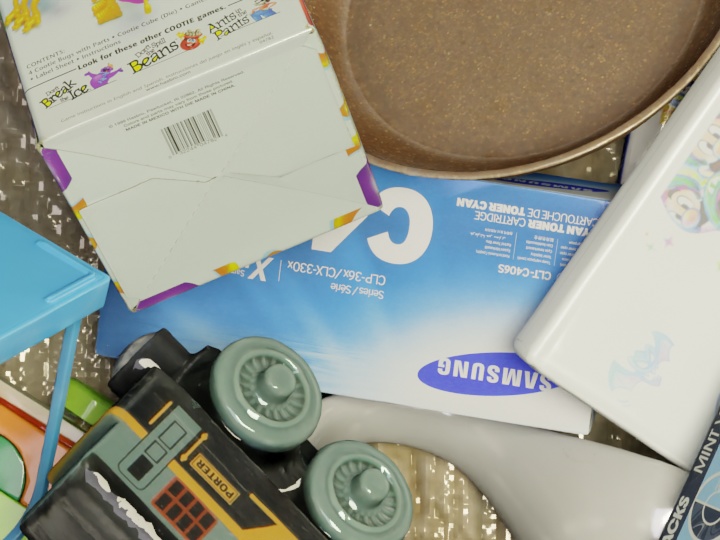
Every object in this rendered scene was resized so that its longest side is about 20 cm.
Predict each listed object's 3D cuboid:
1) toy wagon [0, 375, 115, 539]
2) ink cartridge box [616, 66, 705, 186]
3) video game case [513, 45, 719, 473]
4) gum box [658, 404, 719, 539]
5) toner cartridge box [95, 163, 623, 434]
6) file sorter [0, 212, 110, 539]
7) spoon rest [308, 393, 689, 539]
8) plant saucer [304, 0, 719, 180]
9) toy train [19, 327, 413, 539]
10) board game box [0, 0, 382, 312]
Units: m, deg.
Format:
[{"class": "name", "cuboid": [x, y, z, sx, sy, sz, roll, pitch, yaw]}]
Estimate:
[{"class": "toy wagon", "cuboid": [-0.155, 0.109, 1.041, 0.200, 0.040, 0.155, 33, 88, 3]}, {"class": "ink cartridge box", "cuboid": [0.174, -0.085, 1.048, 0.119, 0.042, 0.201, 12, 86, 1]}, {"class": "video game case", "cuboid": [0.184, -0.003, 0.999, 0.182, 0.024, 0.200, 34, 94, -22]}, {"class": "gum box", "cuboid": [0.210, 0.116, 0.990, 0.200, 0.045, 0.170, 27, 87, -26]}, {"class": "toner cartridge box", "cuboid": [0.000, 0.000, 1.025, 0.199, 0.043, 0.095, 8, 102, 7]}, {"class": "file sorter", "cuboid": [-0.218, 0.029, 0.943, 0.200, 0.139, 0.123, 29, 125, 23]}, {"class": "spoon rest", "cuboid": [0.069, 0.095, 1.024, 0.199, 0.100, 0.061, 22, 42, 5]}, {"class": "plant saucer", "cuboid": [0.060, -0.113, 1.019, 0.200, 0.037, 0.201, -10, 57, 15]}, {"class": "toy train", "cuboid": [-0.032, 0.114, 0.958, 0.200, 0.085, 0.114, 47, 47, -2]}, {"class": "board game box", "cuboid": [-0.078, -0.104, 0.973, 0.105, 0.103, 0.200, -22, 51, 1]}]
